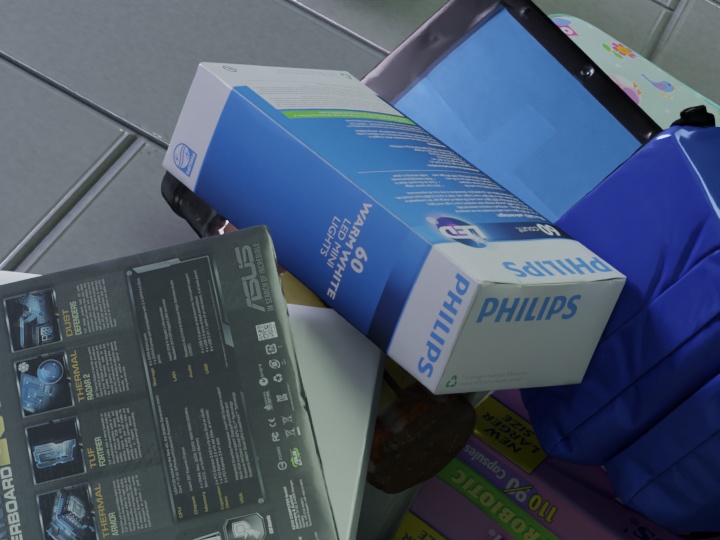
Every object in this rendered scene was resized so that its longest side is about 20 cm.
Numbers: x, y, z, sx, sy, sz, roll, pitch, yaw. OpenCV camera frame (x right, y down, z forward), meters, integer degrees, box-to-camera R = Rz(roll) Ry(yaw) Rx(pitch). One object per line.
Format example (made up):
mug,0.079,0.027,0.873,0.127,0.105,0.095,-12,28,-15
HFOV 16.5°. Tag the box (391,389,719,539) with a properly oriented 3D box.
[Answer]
box,0.142,0.120,1.252,0.176,0.097,0.200,36,34,13

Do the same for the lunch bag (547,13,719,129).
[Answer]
lunch bag,0.163,-0.074,1.556,0.200,0.077,0.160,37,33,15

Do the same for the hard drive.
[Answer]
hard drive,-0.095,0.071,1.103,0.199,0.027,0.132,6,65,8

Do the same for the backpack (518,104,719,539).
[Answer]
backpack,0.186,0.038,1.172,0.199,0.162,0.168,5,59,-44

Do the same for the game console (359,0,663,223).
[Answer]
game console,0.041,-0.065,1.290,0.172,0.119,0.200,2,36,-44

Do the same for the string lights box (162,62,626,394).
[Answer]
string lights box,0.013,-0.023,1.130,0.103,0.059,0.200,-1,31,-46

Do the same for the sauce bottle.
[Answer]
sauce bottle,-0.025,0.016,1.182,0.066,0.066,0.200,-8,49,-42

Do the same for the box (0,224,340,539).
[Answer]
box,-0.093,0.092,1.049,0.157,0.051,0.201,-13,64,-3
